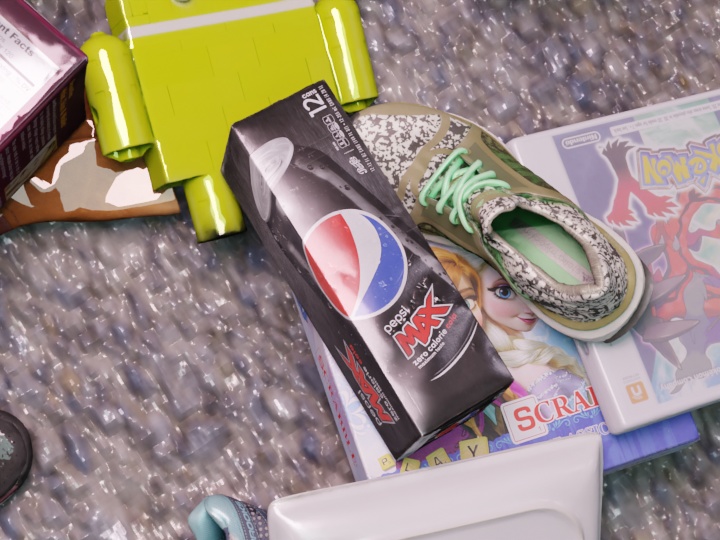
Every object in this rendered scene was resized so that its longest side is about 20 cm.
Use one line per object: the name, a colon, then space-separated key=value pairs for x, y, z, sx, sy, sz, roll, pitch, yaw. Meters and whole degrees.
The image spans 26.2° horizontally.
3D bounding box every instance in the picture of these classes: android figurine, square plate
android figurine: x=-0.079 y=-0.123 z=0.922 sx=0.181 sy=0.041 sz=0.201 roll=-13 pitch=90 yaw=-25
square plate: x=0.052 y=0.202 z=0.866 sx=0.197 sy=0.028 sz=0.201 roll=-10 pitch=110 yaw=-16

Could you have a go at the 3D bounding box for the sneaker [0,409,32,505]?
sneaker: x=-0.289 y=0.129 z=0.878 sx=0.199 sy=0.116 sz=0.076 roll=-14 pitch=90 yaw=-5

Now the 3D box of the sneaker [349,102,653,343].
sneaker: x=0.072 y=-0.038 z=0.853 sx=0.200 sy=0.089 sz=0.077 roll=33 pitch=89 yaw=15

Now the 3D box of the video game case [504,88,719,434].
video game case: x=0.203 y=-0.015 z=0.926 sx=0.199 sy=0.023 sz=0.183 roll=-15 pitch=76 yaw=-22

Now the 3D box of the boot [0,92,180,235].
boot: x=-0.208 y=-0.023 z=0.924 sx=0.199 sy=0.068 sz=0.189 roll=-10 pitch=79 yaw=-10

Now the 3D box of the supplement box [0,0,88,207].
supplement box: x=-0.244 y=-0.057 z=0.833 sx=0.086 sy=0.110 sz=0.200 roll=41 pitch=75 yaw=0

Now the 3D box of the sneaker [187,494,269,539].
sneaker: x=-0.093 y=0.219 z=0.877 sx=0.086 sy=0.078 sz=0.201 roll=36 pitch=47 yaw=-23

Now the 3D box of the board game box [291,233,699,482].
board game box: x=0.073 y=0.039 z=0.915 sx=0.199 sy=0.041 sz=0.200 roll=-17 pitch=76 yaw=-14

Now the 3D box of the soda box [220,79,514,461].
soda box: x=0.000 y=0.000 z=0.856 sx=0.063 sy=0.071 sz=0.200 roll=-29 pitch=79 yaw=-19
